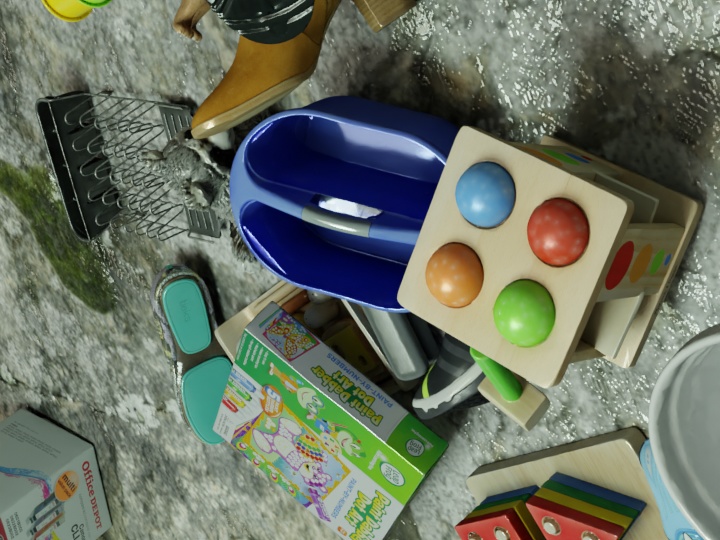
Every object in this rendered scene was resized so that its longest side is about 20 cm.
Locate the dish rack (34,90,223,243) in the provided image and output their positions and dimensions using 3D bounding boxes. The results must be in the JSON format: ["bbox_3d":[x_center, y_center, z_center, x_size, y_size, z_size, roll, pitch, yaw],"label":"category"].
[{"bbox_3d":[-0.216,-0.095,1.244,0.199,0.054,0.154,12,126,40],"label":"dish rack"}]

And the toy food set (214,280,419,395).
[{"bbox_3d":[-0.045,0.077,1.186,0.144,0.060,0.200,56,141,0],"label":"toy food set"}]

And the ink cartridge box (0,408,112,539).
[{"bbox_3d":[-0.439,0.300,1.634,0.144,0.200,0.146,19,130,32],"label":"ink cartridge box"}]

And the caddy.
[{"bbox_3d":[0.000,-0.050,0.976,0.199,0.105,0.142,15,115,18],"label":"caddy"}]

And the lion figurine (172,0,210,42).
[{"bbox_3d":[-0.137,-0.254,0.989,0.199,0.072,0.123,32,97,5],"label":"lion figurine"}]

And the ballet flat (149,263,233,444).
[{"bbox_3d":[-0.168,0.080,1.321,0.072,0.072,0.201,14,125,39],"label":"ballet flat"}]

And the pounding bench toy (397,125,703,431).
[{"bbox_3d":[0.109,0.022,0.860,0.124,0.156,0.201,29,108,29],"label":"pounding bench toy"}]

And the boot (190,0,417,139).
[{"bbox_3d":[-0.071,-0.200,0.925,0.144,0.201,0.071,55,169,-6],"label":"boot"}]

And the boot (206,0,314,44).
[{"bbox_3d":[-0.087,-0.268,0.846,0.073,0.163,0.198,-19,134,19],"label":"boot"}]

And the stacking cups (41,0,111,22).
[{"bbox_3d":[-0.202,-0.268,1.101,0.199,0.060,0.061,-13,107,48],"label":"stacking cups"}]

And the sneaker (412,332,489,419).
[{"bbox_3d":[0.100,0.051,1.034,0.200,0.071,0.083,-45,62,48],"label":"sneaker"}]

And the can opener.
[{"bbox_3d":[0.000,0.000,1.090,0.066,0.053,0.201,-26,99,32],"label":"can opener"}]

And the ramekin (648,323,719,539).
[{"bbox_3d":[0.296,0.101,0.824,0.200,0.105,0.201,26,133,31],"label":"ramekin"}]

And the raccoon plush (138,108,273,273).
[{"bbox_3d":[-0.116,-0.049,1.110,0.096,0.134,0.201,23,131,32],"label":"raccoon plush"}]

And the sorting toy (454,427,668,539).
[{"bbox_3d":[0.188,0.248,1.064,0.198,0.070,0.201,-26,96,50],"label":"sorting toy"}]

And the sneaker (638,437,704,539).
[{"bbox_3d":[0.273,0.195,0.957,0.201,0.078,0.090,61,159,-2],"label":"sneaker"}]

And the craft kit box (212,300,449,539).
[{"bbox_3d":[-0.034,0.148,1.160,0.197,0.049,0.200,35,146,9],"label":"craft kit box"}]
